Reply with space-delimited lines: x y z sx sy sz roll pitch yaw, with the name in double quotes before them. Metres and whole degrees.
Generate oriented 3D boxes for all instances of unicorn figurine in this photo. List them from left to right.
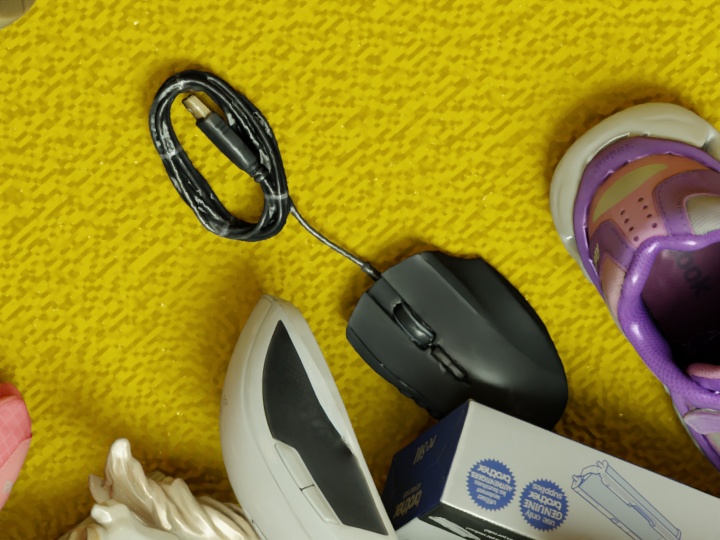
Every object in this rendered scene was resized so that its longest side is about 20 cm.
"unicorn figurine" -0.072 0.173 0.841 0.137 0.074 0.200 30 75 -37

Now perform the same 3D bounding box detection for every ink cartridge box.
"ink cartridge box" 0.111 0.113 0.876 0.200 0.094 0.044 22 68 -10

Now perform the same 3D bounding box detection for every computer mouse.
"computer mouse" -0.012 0.106 0.844 0.044 0.110 0.200 -21 76 -13
"computer mouse" 0.000 0.000 0.862 0.200 0.034 0.059 39 106 -15

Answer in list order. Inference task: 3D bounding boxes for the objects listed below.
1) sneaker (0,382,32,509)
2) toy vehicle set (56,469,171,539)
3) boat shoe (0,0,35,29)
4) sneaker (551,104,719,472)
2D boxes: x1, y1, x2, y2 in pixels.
"sneaker" -0.212 0.037 0.861 0.200 0.074 0.087 29 94 -16
"toy vehicle set" -0.071 0.193 0.902 0.124 0.027 0.200 -37 101 -10
"boat shoe" -0.197 -0.147 0.778 0.066 0.074 0.200 -32 104 37
"sneaker" 0.145 0.035 0.844 0.080 0.089 0.200 -37 109 11
